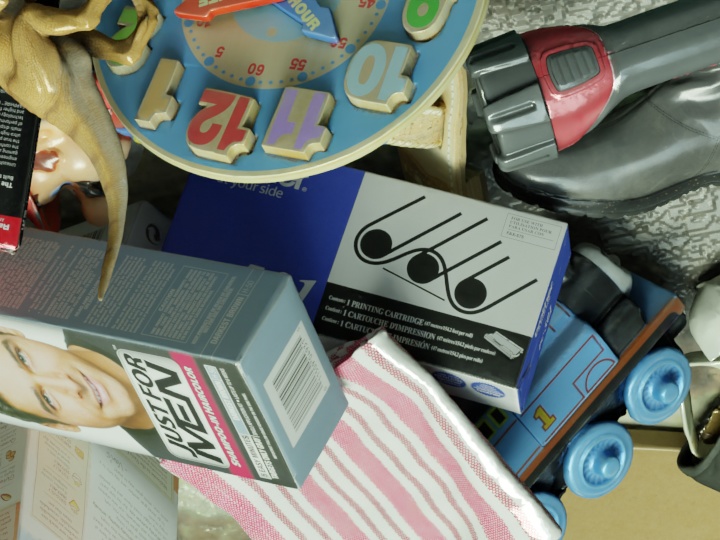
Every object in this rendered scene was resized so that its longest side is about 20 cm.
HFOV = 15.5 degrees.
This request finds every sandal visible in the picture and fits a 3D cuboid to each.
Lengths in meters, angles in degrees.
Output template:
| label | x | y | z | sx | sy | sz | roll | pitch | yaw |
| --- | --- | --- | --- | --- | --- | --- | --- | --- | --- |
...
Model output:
| label | x | y | z | sx | sy | sz | roll | pitch | yaw |
| --- | --- | --- | --- | --- | --- | --- | --- | --- | --- |
| sandal | 0.011 | -0.081 | 1.351 | 0.070 | 0.078 | 0.212 | -35 | 136 | -18 |

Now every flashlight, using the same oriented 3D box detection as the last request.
| label | x | y | z | sx | sy | sz | roll | pitch | yaw |
| --- | --- | --- | --- | --- | --- | --- | --- | --- | --- |
| flashlight | 0.152 | -0.109 | 1.296 | 0.199 | 0.068 | 0.068 | -18 | 128 | -1 |

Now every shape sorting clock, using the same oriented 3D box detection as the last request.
| label | x | y | z | sx | sy | sz | roll | pitch | yaw |
| --- | --- | --- | --- | --- | --- | --- | --- | --- | --- |
| shape sorting clock | -0.035 | -0.132 | 1.242 | 0.199 | 0.201 | 0.039 | -17 | 153 | 13 |

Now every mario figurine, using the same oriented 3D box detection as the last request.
| label | x | y | z | sx | sy | sz | roll | pitch | yaw |
| --- | --- | --- | --- | --- | --- | --- | --- | --- | --- |
| mario figurine | -0.108 | -0.072 | 1.340 | 0.199 | 0.106 | 0.123 | -30 | 149 | 11 |

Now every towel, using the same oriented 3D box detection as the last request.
| label | x | y | z | sx | sy | sz | roll | pitch | yaw |
| --- | --- | --- | --- | --- | --- | --- | --- | --- | --- |
| towel | -0.003 | 0.114 | 1.373 | 0.146 | 0.030 | 0.200 | 47 | 140 | -13 |

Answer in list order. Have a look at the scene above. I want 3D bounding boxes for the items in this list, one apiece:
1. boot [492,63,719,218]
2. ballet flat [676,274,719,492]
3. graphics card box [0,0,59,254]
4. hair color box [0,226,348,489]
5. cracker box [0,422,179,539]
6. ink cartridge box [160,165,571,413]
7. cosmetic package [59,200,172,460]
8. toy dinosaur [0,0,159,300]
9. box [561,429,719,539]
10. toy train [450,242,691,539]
| label | x | y | z | sx | sy | sz | roll | pitch | yaw |
| --- | --- | --- | --- | --- | --- | --- | --- | --- | --- |
| boot | 0.168 | -0.102 | 1.367 | 0.199 | 0.070 | 0.132 | -6 | 129 | -11 |
| ballet flat | 0.215 | 0.048 | 1.486 | 0.068 | 0.068 | 0.201 | 11 | 123 | 6 |
| graphics card box | -0.209 | -0.116 | 1.267 | 0.125 | 0.051 | 0.201 | 8 | 91 | -6 |
| hair color box | -0.115 | 0.039 | 1.309 | 0.199 | 0.061 | 0.099 | 10 | 143 | 30 |
| cracker box | -0.163 | 0.142 | 1.467 | 0.058 | 0.200 | 0.134 | -28 | 126 | 20 |
| ink cartridge box | 0.000 | 0.000 | 1.357 | 0.199 | 0.094 | 0.044 | 14 | 161 | 13 |
| cosmetic package | -0.091 | 0.054 | 1.458 | 0.200 | 0.071 | 0.101 | 39 | 144 | -29 |
| toy dinosaur | -0.140 | -0.092 | 1.224 | 0.106 | 0.060 | 0.200 | -44 | 77 | 5 |
| box | 0.165 | 0.160 | 1.610 | 0.199 | 0.021 | 0.164 | 4 | 130 | -5 |
| toy train | 0.096 | 0.073 | 1.441 | 0.200 | 0.087 | 0.114 | -48 | 129 | -8 |
